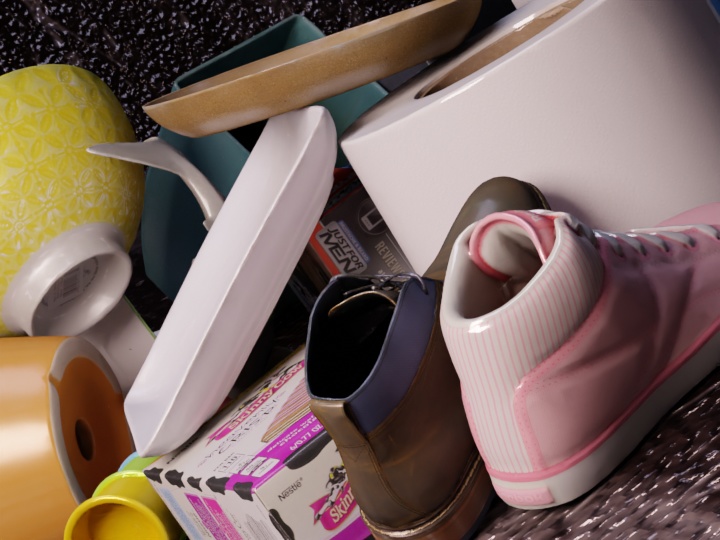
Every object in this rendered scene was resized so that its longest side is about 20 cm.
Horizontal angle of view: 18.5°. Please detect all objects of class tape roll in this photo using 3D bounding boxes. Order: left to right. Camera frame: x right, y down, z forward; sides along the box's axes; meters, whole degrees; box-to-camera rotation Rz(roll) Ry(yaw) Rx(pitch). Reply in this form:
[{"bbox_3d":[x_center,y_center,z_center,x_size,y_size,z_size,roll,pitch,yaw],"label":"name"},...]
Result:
[{"bbox_3d":[0.107,-0.060,1.140,0.202,0.140,0.203,-32,8,5],"label":"tape roll"}]

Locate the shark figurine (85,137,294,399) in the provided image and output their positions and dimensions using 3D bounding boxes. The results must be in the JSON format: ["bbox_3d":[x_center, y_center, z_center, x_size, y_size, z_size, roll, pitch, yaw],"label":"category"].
[{"bbox_3d":[-0.093,0.019,1.344,0.127,0.216,0.089,10,33,30],"label":"shark figurine"}]

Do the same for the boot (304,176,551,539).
[{"bbox_3d":[0.034,0.016,0.952,0.074,0.097,0.201,-5,49,29],"label":"boot"}]

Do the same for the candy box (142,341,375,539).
[{"bbox_3d":[-0.017,0.085,1.093,0.136,0.061,0.200,-38,9,-18],"label":"candy box"}]

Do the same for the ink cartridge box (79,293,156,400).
[{"bbox_3d":[-0.182,0.073,1.545,0.067,0.117,0.200,-39,11,-15],"label":"ink cartridge box"}]

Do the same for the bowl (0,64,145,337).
[{"bbox_3d":[-0.205,-0.018,1.388,0.200,0.108,0.201,-34,-25,-19],"label":"bowl"}]

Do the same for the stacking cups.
[{"bbox_3d":[-0.108,0.115,1.257,0.060,0.061,0.200,-30,10,21],"label":"stacking cups"}]

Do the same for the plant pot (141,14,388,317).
[{"bbox_3d":[-0.071,-0.050,1.605,0.141,0.141,0.200,-34,-18,-42],"label":"plant pot"}]

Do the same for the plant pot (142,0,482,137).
[{"bbox_3d":[-0.023,-0.111,1.220,0.199,0.028,0.200,-19,7,2],"label":"plant pot"}]

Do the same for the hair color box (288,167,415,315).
[{"bbox_3d":[0.000,0.000,1.307,0.064,0.111,0.200,-37,9,-10],"label":"hair color box"}]

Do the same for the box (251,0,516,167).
[{"bbox_3d":[0.058,-0.125,1.696,0.196,0.124,0.200,-23,13,43],"label":"box"}]

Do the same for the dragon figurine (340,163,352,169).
[{"bbox_3d":[0.061,-0.044,1.341,0.059,0.100,0.199,-38,16,-31],"label":"dragon figurine"}]

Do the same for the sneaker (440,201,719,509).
[{"bbox_3d":[0.105,0.001,0.934,0.075,0.105,0.200,-6,28,46],"label":"sneaker"}]

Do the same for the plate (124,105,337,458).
[{"bbox_3d":[-0.067,0.004,1.202,0.201,0.032,0.200,-62,10,0],"label":"plate"}]

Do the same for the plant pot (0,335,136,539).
[{"bbox_3d":[-0.240,0.121,1.345,0.182,0.202,0.200,-15,14,15],"label":"plant pot"}]

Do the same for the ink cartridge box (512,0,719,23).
[{"bbox_3d":[0.218,-0.176,1.329,0.147,0.147,0.200,-39,10,-32],"label":"ink cartridge box"}]

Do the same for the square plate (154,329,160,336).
[{"bbox_3d":[-0.211,0.103,1.775,0.200,0.029,0.198,-41,11,-35],"label":"square plate"}]
